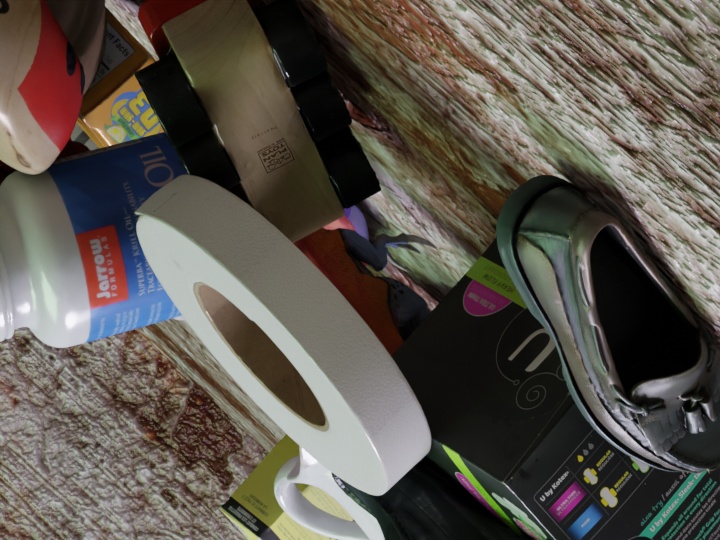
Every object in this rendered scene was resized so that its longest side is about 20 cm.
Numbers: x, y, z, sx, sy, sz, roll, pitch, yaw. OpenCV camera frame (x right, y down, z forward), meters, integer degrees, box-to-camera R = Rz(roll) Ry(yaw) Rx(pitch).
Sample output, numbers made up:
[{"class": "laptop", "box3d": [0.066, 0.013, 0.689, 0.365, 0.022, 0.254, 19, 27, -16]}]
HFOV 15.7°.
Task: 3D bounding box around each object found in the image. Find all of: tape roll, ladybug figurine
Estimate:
[{"class": "tape roll", "box3d": [-0.043, 0.035, 1.409, 0.203, 0.037, 0.203, 45, 166, 15]}, {"class": "ladybug figurine", "box3d": [-0.207, -0.126, 1.485, 0.136, 0.072, 0.200, 53, 174, 14]}]

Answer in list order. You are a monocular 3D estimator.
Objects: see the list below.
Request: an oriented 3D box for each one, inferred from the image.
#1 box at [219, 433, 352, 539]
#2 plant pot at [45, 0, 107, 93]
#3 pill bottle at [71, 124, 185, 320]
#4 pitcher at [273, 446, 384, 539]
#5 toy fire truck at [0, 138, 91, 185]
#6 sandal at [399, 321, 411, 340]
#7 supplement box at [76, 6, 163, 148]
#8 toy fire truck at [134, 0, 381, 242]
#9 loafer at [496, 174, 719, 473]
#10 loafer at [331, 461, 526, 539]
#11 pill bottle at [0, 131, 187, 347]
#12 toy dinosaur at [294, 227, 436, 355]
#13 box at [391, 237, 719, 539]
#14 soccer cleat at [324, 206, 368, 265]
[{"class": "box", "box3d": [-0.006, 0.121, 1.855, 0.050, 0.200, 0.075, 35, 169, 38]}, {"class": "plant pot", "box3d": [-0.260, -0.197, 1.610, 0.200, 0.200, 0.175, 39, 153, 21]}, {"class": "pill bottle", "box3d": [-0.173, -0.066, 1.988, 0.200, 0.114, 0.114, 42, 171, 13]}, {"class": "pitcher", "box3d": [0.043, 0.158, 1.731, 0.200, 0.121, 0.172, 31, 146, 2]}, {"class": "toy fire truck", "box3d": [-0.259, -0.053, 1.679, 0.200, 0.168, 0.112, 51, 172, 49]}, {"class": "sandal", "box3d": [0.011, 0.064, 1.770, 0.200, 0.045, 0.075, -6, 151, 36]}, {"class": "supplement box", "box3d": [-0.193, -0.151, 1.749, 0.200, 0.069, 0.067, 49, 177, 42]}, {"class": "toy fire truck", "box3d": [-0.098, -0.121, 1.484, 0.200, 0.129, 0.176, 61, 178, 37]}, {"class": "loafer", "box3d": [0.137, 0.037, 1.290, 0.063, 0.072, 0.200, 20, 154, 53]}, {"class": "loafer", "box3d": [0.042, 0.158, 1.444, 0.201, 0.070, 0.068, 35, 168, 44]}, {"class": "pill bottle", "box3d": [-0.152, -0.017, 1.570, 0.112, 0.200, 0.112, 163, 90, -72]}, {"class": "toy dinosaur", "box3d": [0.000, 0.000, 1.585, 0.182, 0.105, 0.200, 53, 173, -1]}, {"class": "box", "box3d": [0.126, 0.104, 1.459, 0.200, 0.124, 0.149, 48, 169, -35]}, {"class": "soccer cleat", "box3d": [-0.023, -0.013, 1.780, 0.067, 0.076, 0.200, 41, 156, 8]}]
